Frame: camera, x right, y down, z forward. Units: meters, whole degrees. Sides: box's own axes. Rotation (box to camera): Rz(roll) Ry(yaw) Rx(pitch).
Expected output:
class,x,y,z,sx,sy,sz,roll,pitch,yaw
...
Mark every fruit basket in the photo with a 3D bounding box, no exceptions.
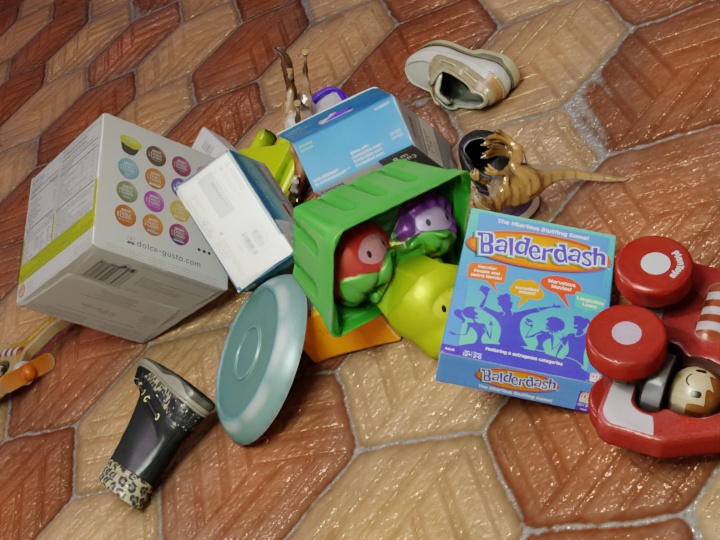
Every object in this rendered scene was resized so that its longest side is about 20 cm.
class,x,y,z,sx,sy,sz,roll,pitch,yaw
fruit basket,0.050,-0.004,1.295,0.213,0.157,0.216,2,37,-1

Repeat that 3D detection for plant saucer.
class,x,y,z,sx,sy,sz,roll,pitch,yaw
plant saucer,-0.119,0.097,1.408,0.200,0.027,0.202,-46,34,44

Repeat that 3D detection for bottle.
class,x,y,z,sx,sy,sz,roll,pitch,yaw
bottle,-0.030,-0.190,1.742,0.083,0.065,0.200,-43,30,9

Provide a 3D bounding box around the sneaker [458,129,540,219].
class,x,y,z,sx,sy,sz,roll,pitch,yaw
sneaker,0.151,-0.135,1.458,0.075,0.088,0.200,-34,31,7

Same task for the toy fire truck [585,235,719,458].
class,x,y,z,sx,sy,sz,roll,pitch,yaw
toy fire truck,0.283,0.071,1.040,0.167,0.113,0.201,13,51,23

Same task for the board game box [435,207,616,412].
class,x,y,z,sx,sy,sz,roll,pitch,yaw
board game box,0.162,0.033,1.193,0.151,0.045,0.201,11,45,5

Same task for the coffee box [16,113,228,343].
class,x,y,z,sx,sy,sz,roll,pitch,yaw
coffee box,-0.308,-0.050,1.632,0.199,0.199,0.199,-31,50,41

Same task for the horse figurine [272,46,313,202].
class,x,y,z,sx,sy,sz,roll,pitch,yaw
horse figurine,-0.085,-0.212,1.701,0.049,0.133,0.201,-5,57,-9

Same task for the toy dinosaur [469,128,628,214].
class,x,y,z,sx,sy,sz,roll,pitch,yaw
toy dinosaur,0.178,-0.099,1.333,0.199,0.107,0.060,-21,-20,-32

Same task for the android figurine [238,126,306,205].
class,x,y,z,sx,sy,sz,roll,pitch,yaw
android figurine,-0.153,-0.118,1.784,0.181,0.041,0.201,-2,56,45

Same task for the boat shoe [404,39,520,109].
class,x,y,z,sx,sy,sz,roll,pitch,yaw
boat shoe,0.121,-0.259,1.666,0.068,0.075,0.199,-45,32,-22

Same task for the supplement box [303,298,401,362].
class,x,y,z,sx,sy,sz,roll,pitch,yaw
supplement box,0.000,0.000,1.453,0.125,0.074,0.201,-17,38,33

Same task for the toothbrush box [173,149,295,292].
class,x,y,z,sx,sy,sz,roll,pitch,yaw
toothbrush box,-0.131,-0.056,1.514,0.085,0.147,0.200,-33,-5,6

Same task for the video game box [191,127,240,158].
class,x,y,z,sx,sy,sz,roll,pitch,yaw
video game box,-0.214,-0.083,1.736,0.183,0.047,0.200,-58,37,8

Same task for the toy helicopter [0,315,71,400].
class,x,y,z,sx,sy,sz,roll,pitch,yaw
toy helicopter,-0.489,0.121,1.809,0.200,0.079,0.132,-45,32,-19

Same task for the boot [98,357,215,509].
class,x,y,z,sx,sy,sz,roll,pitch,yaw
boot,-0.261,0.191,1.479,0.154,0.073,0.203,-56,24,-11

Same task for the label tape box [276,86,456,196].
class,x,y,z,sx,sy,sz,roll,pitch,yaw
label tape box,0.012,-0.136,1.499,0.142,0.200,0.067,-23,67,22
